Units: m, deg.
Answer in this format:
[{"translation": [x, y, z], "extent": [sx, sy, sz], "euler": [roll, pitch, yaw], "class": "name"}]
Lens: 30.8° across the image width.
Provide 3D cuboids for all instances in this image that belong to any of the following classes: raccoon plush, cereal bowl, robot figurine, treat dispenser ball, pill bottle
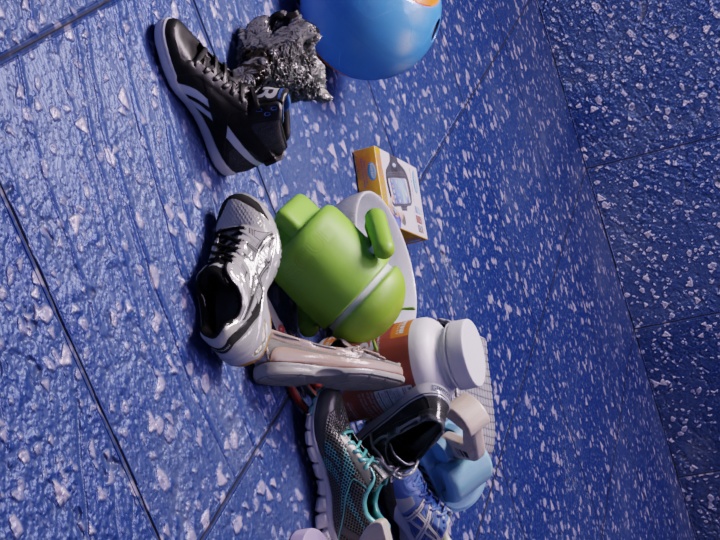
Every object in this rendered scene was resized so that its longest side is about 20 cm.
[{"translation": [-0.114, -0.229, 1.634], "extent": [0.200, 0.096, 0.135], "euler": [-46, 140, -32], "class": "raccoon plush"}, {"translation": [0.000, 0.000, 1.735], "extent": [0.200, 0.083, 0.202], "euler": [-15, 90, -71], "class": "cereal bowl"}, {"translation": [-0.030, 0.004, 1.560], "extent": [0.200, 0.176, 0.116], "euler": [43, 28, 0], "class": "robot figurine"}, {"translation": [0.014, -0.367, 1.825], "extent": [0.201, 0.199, 0.203], "euler": [-13, 90, -69], "class": "treat dispenser ball"}, {"translation": [0.049, 0.121, 1.633], "extent": [0.112, 0.198, 0.113], "euler": [-13, 90, -69], "class": "pill bottle"}]

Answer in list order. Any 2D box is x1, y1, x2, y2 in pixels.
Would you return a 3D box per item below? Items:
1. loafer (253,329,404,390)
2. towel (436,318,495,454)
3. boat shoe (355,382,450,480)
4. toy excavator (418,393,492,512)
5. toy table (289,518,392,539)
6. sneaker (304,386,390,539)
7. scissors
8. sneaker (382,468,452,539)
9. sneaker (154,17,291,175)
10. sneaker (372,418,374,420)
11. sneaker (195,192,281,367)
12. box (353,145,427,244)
[{"translation": [-0.034, 0.101, 1.516], "extent": [0.199, 0.072, 0.063], "euler": [6, 68, -33], "class": "loafer"}, {"translation": [0.134, 0.185, 1.980], "extent": [0.165, 0.085, 0.202], "euler": [25, 57, -62], "class": "towel"}, {"translation": [0.045, 0.219, 1.599], "extent": [0.073, 0.199, 0.068], "euler": [30, 39, -22], "class": "boat shoe"}, {"translation": [0.132, 0.244, 1.757], "extent": [0.100, 0.200, 0.196], "euler": [-32, 109, -24], "class": "toy excavator"}, {"translation": [-0.001, 0.383, 1.474], "extent": [0.184, 0.116, 0.202], "euler": [-43, 117, -66], "class": "toy table"}, {"translation": [-0.009, 0.234, 1.556], "extent": [0.077, 0.090, 0.202], "euler": [-9, 91, -68], "class": "sneaker"}, {"translation": [-0.093, 0.084, 1.545], "extent": [0.201, 0.014, 0.073], "euler": [58, 42, -32], "class": "scissors"}, {"translation": [0.082, 0.317, 1.762], "extent": [0.076, 0.076, 0.201], "euler": [-66, 142, -57], "class": "sneaker"}, {"translation": [-0.141, -0.207, 1.461], "extent": [0.073, 0.111, 0.201], "euler": [-76, 146, -51], "class": "sneaker"}, {"translation": [0.035, 0.166, 1.788], "extent": [0.082, 0.072, 0.201], "euler": [33, 42, -5], "class": "sneaker"}, {"translation": [-0.135, -0.002, 1.408], "extent": [0.088, 0.075, 0.202], "euler": [41, 40, -57], "class": "sneaker"}, {"translation": [0.052, -0.111, 1.997], "extent": [0.200, 0.041, 0.120], "euler": [14, 65, -64], "class": "box"}]
